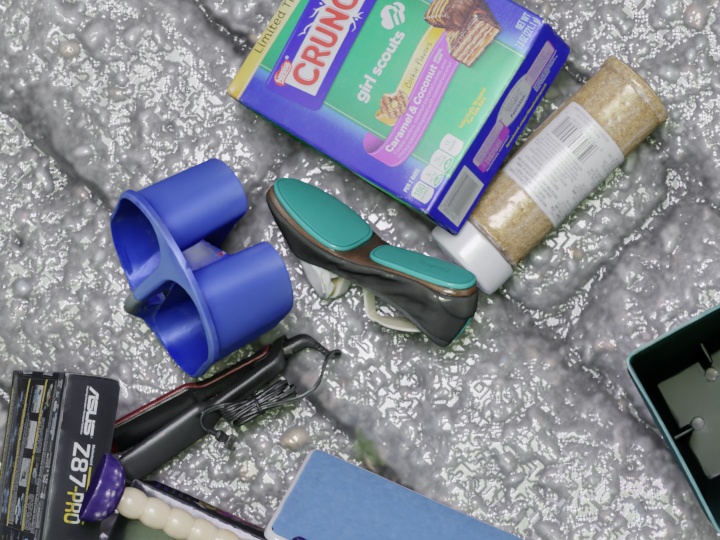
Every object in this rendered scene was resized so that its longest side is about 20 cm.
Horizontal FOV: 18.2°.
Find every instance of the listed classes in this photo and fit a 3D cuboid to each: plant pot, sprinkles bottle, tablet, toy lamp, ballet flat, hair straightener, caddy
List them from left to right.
[{"bbox_3d":[-0.131,0.003,1.690,0.104,0.200,0.142,-29,85,-17],"label":"caddy"},{"bbox_3d":[-0.103,0.196,1.615,0.199,0.058,0.059,24,87,-9],"label":"toy lamp"},{"bbox_3d":[-0.100,0.113,1.744,0.199,0.041,0.077,-26,51,-7],"label":"hair straightener"},{"bbox_3d":[0.000,0.000,1.732,0.199,0.068,0.069,30,120,28],"label":"ballet flat"},{"bbox_3d":[0.034,0.207,1.700,0.199,0.130,0.014,23,120,5],"label":"tablet"},{"bbox_3d":[0.146,-0.073,1.739,0.200,0.068,0.068,-44,84,-1],"label":"sprinkles bottle"},{"bbox_3d":[0.282,0.096,1.651,0.141,0.200,0.142,-29,84,1],"label":"plant pot"}]

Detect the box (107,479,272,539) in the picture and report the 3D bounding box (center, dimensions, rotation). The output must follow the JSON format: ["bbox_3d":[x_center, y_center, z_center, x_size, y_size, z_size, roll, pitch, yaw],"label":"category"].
[{"bbox_3d":[-0.100,0.252,1.706,0.199,0.106,0.123,23,86,5],"label":"box"}]

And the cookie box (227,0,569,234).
[{"bbox_3d":[0.028,-0.152,1.714,0.199,0.075,0.172,31,88,25],"label":"cookie box"}]

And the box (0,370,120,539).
[{"bbox_3d":[-0.236,0.177,1.691,0.049,0.161,0.202,9,84,-24],"label":"box"}]
